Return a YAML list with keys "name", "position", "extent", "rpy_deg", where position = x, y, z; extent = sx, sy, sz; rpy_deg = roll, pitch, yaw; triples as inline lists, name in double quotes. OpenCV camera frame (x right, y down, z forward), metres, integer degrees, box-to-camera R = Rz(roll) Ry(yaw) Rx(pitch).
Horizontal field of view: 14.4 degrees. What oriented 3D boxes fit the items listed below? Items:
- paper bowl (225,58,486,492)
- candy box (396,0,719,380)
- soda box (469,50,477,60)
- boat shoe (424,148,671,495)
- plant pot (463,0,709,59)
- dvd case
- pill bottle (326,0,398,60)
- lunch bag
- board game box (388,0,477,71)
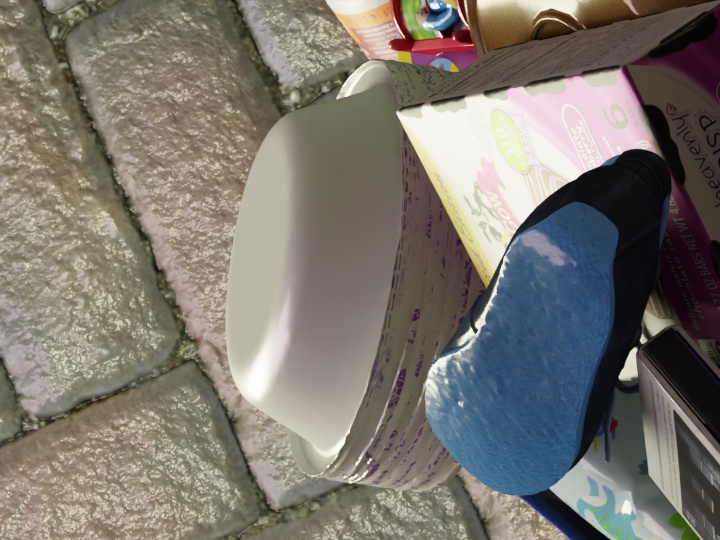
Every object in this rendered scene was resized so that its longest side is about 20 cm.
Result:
- name: "paper bowl"
  position: [0.000, 0.000, 1.348]
  extent: [0.201, 0.104, 0.202]
  rpy_deg: [-172, 90, -75]
- name: "candy box"
  position: [0.106, -0.027, 1.147]
  extent: [0.137, 0.061, 0.200]
  rpy_deg: [62, 159, -9]
- name: "soda box"
  position: [0.090, -0.136, 1.478]
  extent: [0.070, 0.063, 0.200]
  rpy_deg: [27, -152, -40]
- name: "boat shoe"
  position: [0.083, 0.025, 1.100]
  extent: [0.084, 0.069, 0.200]
  rpy_deg: [41, 151, 4]
- name: "plant pot"
  position: [0.100, -0.084, 1.207]
  extent: [0.200, 0.027, 0.200]
  rpy_deg: [47, 155, 30]
- name: "dvd case"
  position: [0.176, 0.123, 1.086]
  extent: [0.200, 0.025, 0.150]
  rpy_deg: [52, 172, 22]
- name: "pill bottle"
  position: [0.075, -0.120, 1.652]
  extent: [0.200, 0.109, 0.110]
  rpy_deg: [52, -174, -24]
- name: "lunch bag"
  position: [0.144, 0.086, 1.422]
  extent: [0.170, 0.128, 0.200]
  rpy_deg: [41, 175, 15]
- name: "board game box"
  position: [0.047, -0.144, 1.422]
  extent: [0.200, 0.039, 0.158]
  rpy_deg: [-63, 35, 39]
